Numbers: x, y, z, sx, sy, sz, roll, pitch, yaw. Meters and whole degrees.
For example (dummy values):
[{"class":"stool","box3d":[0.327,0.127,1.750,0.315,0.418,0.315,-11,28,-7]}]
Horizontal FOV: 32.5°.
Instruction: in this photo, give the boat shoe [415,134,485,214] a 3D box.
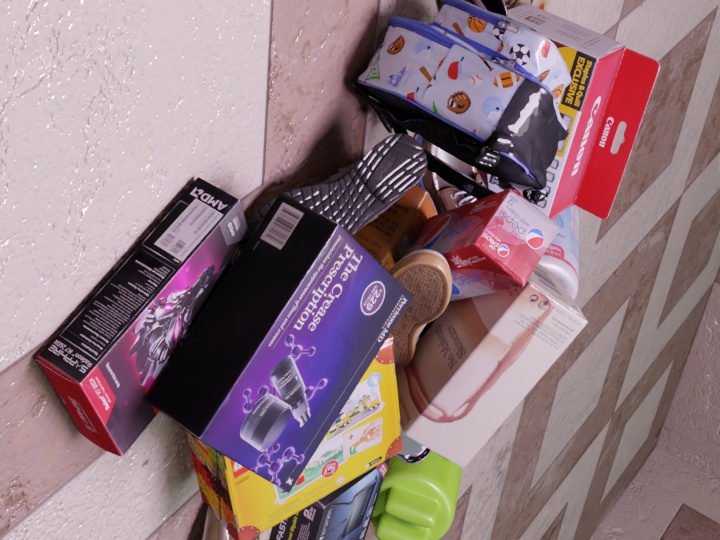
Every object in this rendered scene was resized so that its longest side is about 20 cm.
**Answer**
[{"class":"boat shoe","box3d":[0.117,-0.072,1.353,0.072,0.072,0.202,-30,117,-20]}]

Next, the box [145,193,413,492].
[{"class":"box","box3d":[-0.062,0.063,1.027,0.201,0.078,0.141,-57,143,-7]}]

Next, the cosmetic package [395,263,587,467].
[{"class":"cosmetic package","box3d":[0.123,0.083,1.249,0.087,0.104,0.201,30,106,-25]}]

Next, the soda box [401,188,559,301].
[{"class":"soda box","box3d":[0.107,-0.020,1.190,0.070,0.063,0.200,-55,-168,-17]}]

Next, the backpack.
[{"class":"backpack","box3d":[0.097,-0.166,1.151,0.156,0.188,0.200,-66,161,-6]}]

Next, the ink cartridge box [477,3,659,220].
[{"class":"ink cartridge box","box3d":[0.212,-0.165,1.367,0.084,0.174,0.203,-30,141,-51]}]

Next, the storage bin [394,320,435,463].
[{"class":"storage bin","box3d":[0.046,0.091,1.359,0.135,0.093,0.202,35,81,-28]}]

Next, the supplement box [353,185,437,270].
[{"class":"supplement box","box3d":[0.000,0.000,1.278,0.202,0.066,0.069,-59,156,-11]}]

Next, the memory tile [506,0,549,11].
[{"class":"memory tile","box3d":[0.158,-0.239,1.418,0.199,0.017,0.155,-36,145,-46]}]

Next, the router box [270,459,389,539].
[{"class":"router box","box3d":[-0.048,0.322,1.525,0.149,0.062,0.203,-26,137,-53]}]

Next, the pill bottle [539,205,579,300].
[{"class":"pill bottle","box3d":[0.222,-0.053,1.557,0.110,0.107,0.202,85,10,-52]}]

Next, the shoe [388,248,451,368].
[{"class":"shoe","box3d":[0.042,0.028,1.198,0.201,0.069,0.054,113,-13,-57]}]

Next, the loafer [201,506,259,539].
[{"class":"loafer","box3d":[-0.154,0.319,1.301,0.075,0.067,0.204,-10,108,-63]}]

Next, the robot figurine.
[{"class":"robot figurine","box3d":[0.073,0.282,1.633,0.201,0.114,0.178,-67,173,-63]}]

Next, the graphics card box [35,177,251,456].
[{"class":"graphics card box","box3d":[-0.162,0.038,0.999,0.201,0.050,0.126,-52,155,-25]}]

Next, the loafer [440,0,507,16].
[{"class":"loafer","box3d":[0.104,-0.303,1.176,0.072,0.062,0.200,-56,156,-14]}]

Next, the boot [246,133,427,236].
[{"class":"boot","box3d":[-0.027,-0.048,1.156,0.198,0.071,0.132,-28,177,-11]}]

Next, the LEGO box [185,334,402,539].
[{"class":"LEGO box","box3d":[-0.062,0.144,1.182,0.198,0.077,0.151,-26,131,-24]}]
